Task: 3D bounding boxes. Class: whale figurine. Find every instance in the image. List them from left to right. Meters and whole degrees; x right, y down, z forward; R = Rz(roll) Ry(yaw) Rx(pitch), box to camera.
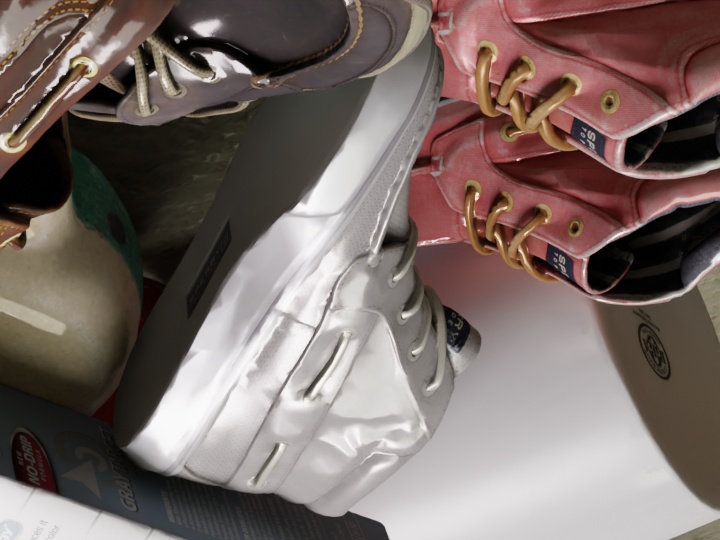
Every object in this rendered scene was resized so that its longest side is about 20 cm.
[{"bbox_3d":[-0.162,-0.022,0.940,0.159,0.104,0.200,-26,130,30],"label":"whale figurine"}]

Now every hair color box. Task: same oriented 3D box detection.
[{"bbox_3d":[-0.090,0.111,0.951,0.199,0.061,0.099,22,114,-29],"label":"hair color box"}]

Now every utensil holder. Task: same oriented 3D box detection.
[{"bbox_3d":[0.036,0.061,1.122,0.199,0.171,0.170,-22,156,22],"label":"utensil holder"}]

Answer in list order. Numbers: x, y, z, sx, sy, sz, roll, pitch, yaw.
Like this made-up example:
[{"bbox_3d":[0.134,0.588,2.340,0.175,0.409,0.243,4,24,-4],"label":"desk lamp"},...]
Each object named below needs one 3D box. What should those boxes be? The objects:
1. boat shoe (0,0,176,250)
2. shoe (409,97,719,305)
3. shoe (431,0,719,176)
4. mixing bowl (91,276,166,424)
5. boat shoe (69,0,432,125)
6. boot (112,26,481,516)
[{"bbox_3d":[-0.111,-0.034,0.742,0.070,0.071,0.200,26,144,-13],"label":"boat shoe"},{"bbox_3d":[0.060,-0.028,1.005,0.199,0.091,0.071,-20,147,16],"label":"shoe"},{"bbox_3d":[0.059,-0.071,0.889,0.199,0.091,0.071,-18,158,14],"label":"shoe"},{"bbox_3d":[-0.145,0.094,1.067,0.108,0.201,0.200,11,149,-38],"label":"mixing bowl"},{"bbox_3d":[-0.046,-0.070,0.769,0.073,0.075,0.200,-34,-170,-22],"label":"boat shoe"},{"bbox_3d":[0.000,0.000,0.896,0.095,0.074,0.200,19,129,-20],"label":"boot"}]
